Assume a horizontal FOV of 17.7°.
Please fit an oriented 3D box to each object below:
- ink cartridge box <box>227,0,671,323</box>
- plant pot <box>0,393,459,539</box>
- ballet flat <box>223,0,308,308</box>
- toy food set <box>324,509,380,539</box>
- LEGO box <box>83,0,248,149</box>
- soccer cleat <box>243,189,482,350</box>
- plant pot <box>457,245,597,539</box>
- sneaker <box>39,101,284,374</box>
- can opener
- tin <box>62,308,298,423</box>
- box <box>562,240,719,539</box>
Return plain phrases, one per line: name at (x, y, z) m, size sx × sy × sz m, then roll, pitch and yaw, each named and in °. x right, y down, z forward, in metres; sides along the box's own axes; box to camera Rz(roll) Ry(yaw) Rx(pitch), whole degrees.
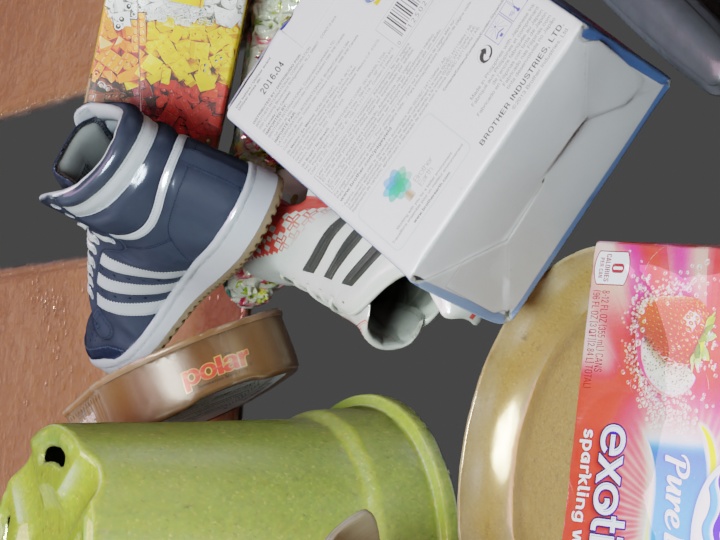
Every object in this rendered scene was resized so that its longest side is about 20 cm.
ink cartridge box at (0.028, -0.087, 1.070) m, size 0.137 × 0.076 × 0.200 m, roll -55°, pitch 47°, yaw 7°
plant pot at (-0.078, 0.150, 1.151) m, size 0.200 × 0.183 × 0.202 m, roll -28°, pitch 57°, yaw 55°
ballet flat at (-0.036, -0.076, 1.269) m, size 0.063 × 0.075 × 0.202 m, roll 8°, pitch 95°, yaw 28°
toy food set at (0.054, 0.202, 1.005) m, size 0.200 × 0.060 × 0.145 m, roll 24°, pitch 127°, yaw 57°
LEGO box at (-0.106, -0.136, 1.321) m, size 0.200 × 0.076 × 0.150 m, roll -117°, pitch 39°, yaw -83°
soccer cleat at (0.000, 0.000, 1.170) m, size 0.199 × 0.068 × 0.086 m, roll -12°, pitch 69°, yaw 51°
plant pot at (0.105, 0.090, 0.999) m, size 0.200 × 0.027 × 0.202 m, roll -28°, pitch 57°, yaw 56°
sneaker at (-0.129, -0.019, 1.224) m, size 0.200 × 0.108 × 0.071 m, roll -42°, pitch 26°, yaw 50°
can opener at (0.120, -0.131, 0.998) m, size 0.079 × 0.063 × 0.201 m, roll -63°, pitch 33°, yaw 28°
tin at (-0.100, 0.066, 1.269) m, size 0.200 × 0.111 × 0.042 m, roll 144°, pitch 108°, yaw -71°
box at (0.139, 0.094, 0.843) m, size 0.099 × 0.095 × 0.202 m, roll 4°, pitch 85°, yaw 43°
